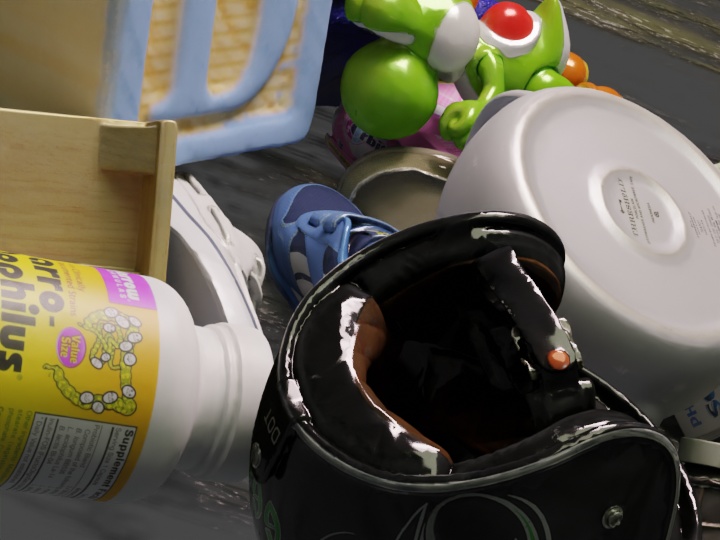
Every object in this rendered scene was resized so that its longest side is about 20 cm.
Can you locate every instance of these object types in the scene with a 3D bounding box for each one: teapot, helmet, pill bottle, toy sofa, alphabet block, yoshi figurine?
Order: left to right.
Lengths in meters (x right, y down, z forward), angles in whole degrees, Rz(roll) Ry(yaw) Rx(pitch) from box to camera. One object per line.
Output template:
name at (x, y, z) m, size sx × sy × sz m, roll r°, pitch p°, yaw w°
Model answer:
toy sofa at (-0.192, -0.038, 0.947) m, size 0.198 × 0.084 × 0.097 m, roll 5°, pitch -1°, yaw -20°
pill bottle at (-0.142, 0.047, 0.884) m, size 0.198 × 0.105 × 0.105 m, roll 10°, pitch 31°, yaw -26°
alphabet block at (-0.145, -0.179, 1.126) m, size 0.199 × 0.197 × 0.196 m, roll 21°, pitch 19°, yaw 30°
yoshi figurine at (0.061, -0.111, 1.219) m, size 0.199 × 0.112 × 0.113 m, roll 19°, pitch 61°, yaw -36°
helmet at (0.051, 0.093, 0.870) m, size 0.198 × 0.192 × 0.201 m, roll -5°, pitch 47°, yaw 5°
teapot at (0.110, 0.007, 1.068) m, size 0.197 × 0.146 × 0.200 m, roll 43°, pitch 42°, yaw 1°

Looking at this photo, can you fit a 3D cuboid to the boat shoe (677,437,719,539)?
boat shoe at (0.235, 0.142, 1.068) m, size 0.200 × 0.061 × 0.071 m, roll 23°, pitch -12°, yaw -38°

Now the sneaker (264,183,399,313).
sneaker at (0.000, 0.000, 1.105) m, size 0.073 × 0.083 × 0.201 m, roll 9°, pitch 30°, yaw -23°

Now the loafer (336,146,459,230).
loafer at (0.076, -0.010, 1.190) m, size 0.199 × 0.076 × 0.068 m, roll 25°, pitch 22°, yaw 0°

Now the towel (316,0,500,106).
towel at (-0.016, -0.152, 1.297) m, size 0.199 × 0.147 × 0.050 m, roll -3°, pitch 75°, yaw -43°

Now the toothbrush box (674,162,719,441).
toothbrush box at (0.247, 0.006, 1.228) m, size 0.199 × 0.086 × 0.147 m, roll -17°, pitch 80°, yaw -51°

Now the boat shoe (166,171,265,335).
boat shoe at (-0.082, -0.001, 1.049) m, size 0.065 × 0.074 × 0.200 m, roll 1°, pitch 37°, yaw -30°

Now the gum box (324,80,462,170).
gum box at (0.082, -0.075, 1.316) m, size 0.199 × 0.066 × 0.114 m, roll -2°, pitch 39°, yaw -41°
